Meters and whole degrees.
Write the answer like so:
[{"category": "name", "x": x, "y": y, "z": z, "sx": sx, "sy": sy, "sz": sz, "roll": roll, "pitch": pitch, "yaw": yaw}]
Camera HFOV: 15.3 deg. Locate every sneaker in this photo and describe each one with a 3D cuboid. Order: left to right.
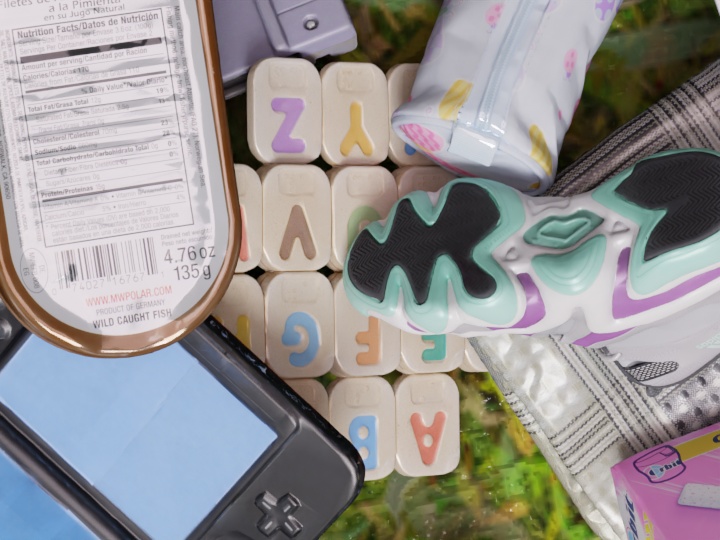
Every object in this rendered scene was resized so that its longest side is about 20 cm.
[{"category": "sneaker", "x": 0.102, "y": 0.018, "z": 1.226, "sx": 0.199, "sy": 0.140, "sz": 0.078, "roll": -6, "pitch": 56, "yaw": 24}]

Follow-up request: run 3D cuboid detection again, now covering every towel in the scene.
[{"category": "towel", "x": 0.158, "y": 0.025, "z": 1.282, "sx": 0.192, "sy": 0.035, "sz": 0.200, "roll": -35, "pitch": 110, "yaw": 0}]

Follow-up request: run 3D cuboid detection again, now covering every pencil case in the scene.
[{"category": "pencil case", "x": 0.086, "y": -0.135, "z": 1.246, "sx": 0.083, "sy": 0.091, "sz": 0.201, "roll": 26, "pitch": 80, "yaw": -13}]

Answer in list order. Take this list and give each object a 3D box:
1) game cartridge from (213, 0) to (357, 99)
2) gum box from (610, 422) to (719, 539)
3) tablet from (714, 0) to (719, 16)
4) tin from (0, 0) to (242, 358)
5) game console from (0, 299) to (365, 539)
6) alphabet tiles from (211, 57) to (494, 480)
[{"category": "game cartridge", "x": -0.115, "y": -0.128, "z": 1.264, "sx": 0.199, "sy": 0.038, "sz": 0.130, "roll": -22, "pitch": 72, "yaw": 0}, {"category": "gum box", "x": 0.233, "y": 0.110, "z": 1.252, "sx": 0.199, "sy": 0.114, "sz": 0.066, "roll": -21, "pitch": 125, "yaw": -7}, {"category": "tablet", "x": 0.178, "y": -0.171, "z": 1.251, "sx": 0.014, "sy": 0.130, "sz": 0.201, "roll": -17, "pitch": 95, "yaw": 29}, {"category": "tin", "x": -0.109, "y": -0.062, "z": 1.129, "sx": 0.111, "sy": 0.042, "sz": 0.201, "roll": -9, "pitch": 93, "yaw": -14}, {"category": "game console", "x": -0.130, "y": 0.094, "z": 1.158, "sx": 0.200, "sy": 0.119, "sz": 0.172, "roll": 42, "pitch": 117, "yaw": 0}, {"category": "alphabet tiles", "x": 0.000, "y": 0.000, "z": 1.249, "sx": 0.199, "sy": 0.015, "sz": 0.197, "roll": 0, "pitch": 90, "yaw": -39}]
